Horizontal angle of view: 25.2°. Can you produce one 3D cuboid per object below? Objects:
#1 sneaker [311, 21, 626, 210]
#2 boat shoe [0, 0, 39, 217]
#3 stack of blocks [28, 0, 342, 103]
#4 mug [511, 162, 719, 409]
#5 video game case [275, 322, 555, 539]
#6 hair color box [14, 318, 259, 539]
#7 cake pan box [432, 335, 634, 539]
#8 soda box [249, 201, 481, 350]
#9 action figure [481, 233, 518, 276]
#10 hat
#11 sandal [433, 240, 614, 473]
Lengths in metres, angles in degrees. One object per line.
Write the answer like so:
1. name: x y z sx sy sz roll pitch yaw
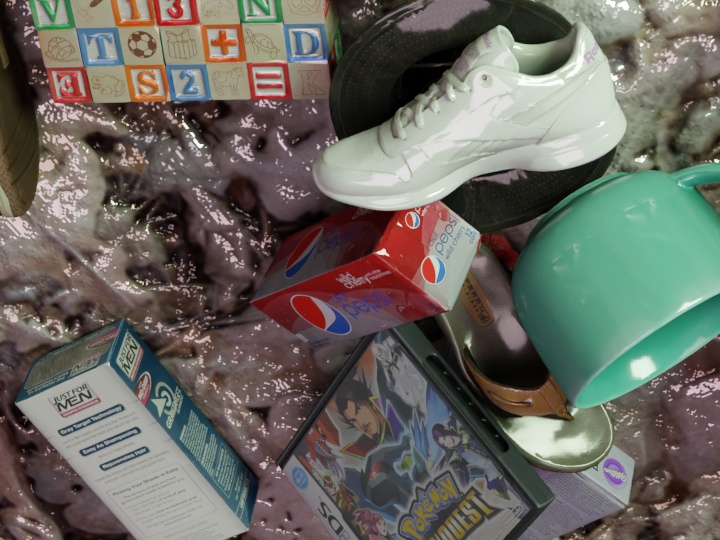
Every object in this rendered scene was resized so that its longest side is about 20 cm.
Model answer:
1. sneaker: 0.061 -0.101 1.001 0.198 0.075 0.100 -15 123 5
2. boat shoe: -0.281 -0.133 1.134 0.074 0.075 0.204 -2 114 13
3. stack of blocks: -0.117 -0.178 1.080 0.198 0.059 0.116 -1 126 9
4. mug: 0.191 -0.004 1.094 0.184 0.115 0.152 -31 161 -4
5. video game case: 0.034 0.155 1.201 0.181 0.025 0.201 51 134 18
6. hair color box: -0.179 0.143 1.323 0.099 0.061 0.201 -23 120 23
7. cake pan box: 0.089 0.150 1.268 0.199 0.053 0.184 35 141 -16
8. soda box: 0.000 0.000 1.133 0.070 0.064 0.199 37 155 -18
9. action figure: 0.112 0.037 1.213 0.065 0.052 0.201 -20 119 27
10. hat: 0.074 -0.121 1.076 0.198 0.081 0.202 0 132 0
11. sandal: 0.114 0.062 1.150 0.081 0.055 0.201 -32 100 -10
